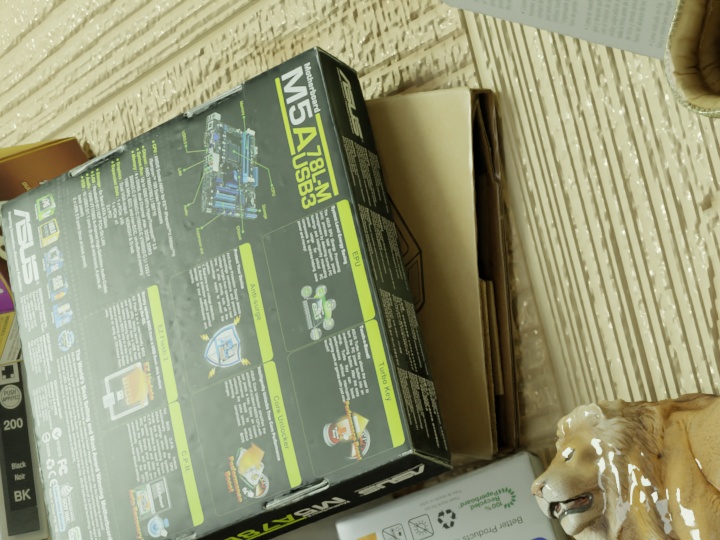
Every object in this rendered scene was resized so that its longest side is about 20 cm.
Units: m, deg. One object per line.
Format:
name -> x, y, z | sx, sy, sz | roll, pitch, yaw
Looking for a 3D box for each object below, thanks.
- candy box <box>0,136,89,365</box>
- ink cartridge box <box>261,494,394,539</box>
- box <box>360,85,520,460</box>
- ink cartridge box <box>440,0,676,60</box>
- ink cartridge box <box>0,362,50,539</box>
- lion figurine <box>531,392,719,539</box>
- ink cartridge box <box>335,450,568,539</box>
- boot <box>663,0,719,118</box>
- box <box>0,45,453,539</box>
candy box -> -0.229, -0.004, 1.103 | 0.117, 0.199, 0.057 | 57, 140, 27
ink cartridge box -> -0.068, 0.129, 0.988 | 0.200, 0.084, 0.146 | 46, 140, 32
box -> 0.000, 0.000, 0.947 | 0.199, 0.021, 0.165 | 1, 97, 54
ink cartridge box -> 0.067, -0.143, 0.661 | 0.198, 0.057, 0.163 | 18, 154, 10
ink cartridge box -> -0.279, 0.077, 1.316 | 0.197, 0.043, 0.202 | -1, 98, 54
lion figurine -> 0.152, 0.060, 0.730 | 0.200, 0.072, 0.123 | -46, 47, 31
ink cartridge box -> 0.063, 0.188, 0.850 | 0.094, 0.037, 0.202 | -21, 75, 12
boot -> 0.186, -0.120, 0.563 | 0.200, 0.154, 0.073 | -52, 57, 44
box -> -0.068, 0.026, 0.903 | 0.192, 0.047, 0.202 | -23, 66, 21
